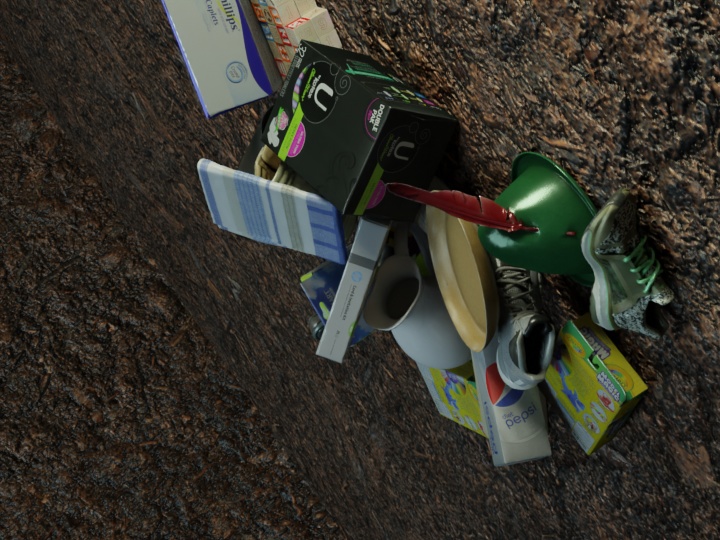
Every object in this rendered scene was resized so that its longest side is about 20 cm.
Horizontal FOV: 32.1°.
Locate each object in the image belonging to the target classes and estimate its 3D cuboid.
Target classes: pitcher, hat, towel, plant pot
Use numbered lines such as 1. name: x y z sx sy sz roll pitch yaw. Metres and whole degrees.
1. pitcher: 0.094 0.036 1.726 0.121 0.173 0.200 -2 156 34
2. hat: 0.152 -0.024 1.385 0.200 0.175 0.166 51 161 22
3. towel: -0.112 -0.076 1.615 0.199 0.024 0.147 17 151 16
4. plant pot: 0.125 -0.002 1.499 0.200 0.027 0.201 164 90 -81

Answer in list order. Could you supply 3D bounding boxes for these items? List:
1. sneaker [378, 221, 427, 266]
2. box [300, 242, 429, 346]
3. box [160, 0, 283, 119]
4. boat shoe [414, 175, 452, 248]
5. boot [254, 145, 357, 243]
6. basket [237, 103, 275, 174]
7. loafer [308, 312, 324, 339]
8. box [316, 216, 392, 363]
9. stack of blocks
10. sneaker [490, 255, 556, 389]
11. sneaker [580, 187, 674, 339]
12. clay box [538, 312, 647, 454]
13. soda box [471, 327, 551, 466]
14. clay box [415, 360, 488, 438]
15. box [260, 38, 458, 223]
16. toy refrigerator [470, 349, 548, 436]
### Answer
1. sneaker: 0.042 -0.088 1.723 0.075 0.090 0.201 37 153 48
2. box: 0.007 0.022 1.816 0.122 0.200 0.048 60 151 -6
3. box: -0.188 -0.330 1.767 0.200 0.104 0.185 -79 -30 -75
4. boat shoe: 0.133 -0.049 1.590 0.201 0.072 0.069 59 148 7
5. boot: -0.065 -0.138 1.706 0.072 0.201 0.154 -25 128 39
6. basket: -0.110 -0.168 1.946 0.181 0.135 0.200 59 160 14
7. loafer: -0.001 0.044 1.887 0.063 0.199 0.072 54 148 24
8. box: 0.000 0.000 1.634 0.041 0.201 0.156 20 -158 1
9. stack of blocks: -0.088 -0.337 1.713 0.115 0.058 0.201 28 146 58
10. sneaker: 0.195 0.039 1.469 0.115 0.074 0.202 143 117 -81
11. sneaker: 0.284 -0.003 1.272 0.088 0.077 0.201 28 153 35
12. clay box: 0.277 0.134 1.502 0.115 0.047 0.200 54 162 20
13. soda box: 0.186 0.144 1.587 0.068 0.063 0.201 118 142 -77
14. clay box: 0.165 0.187 1.922 0.200 0.047 0.115 17 136 63
15. box: -0.005 -0.174 1.557 0.200 0.124 0.149 43 117 40
16. toy refrigerator: 0.210 0.164 1.731 0.076 0.070 0.201 35 153 37
